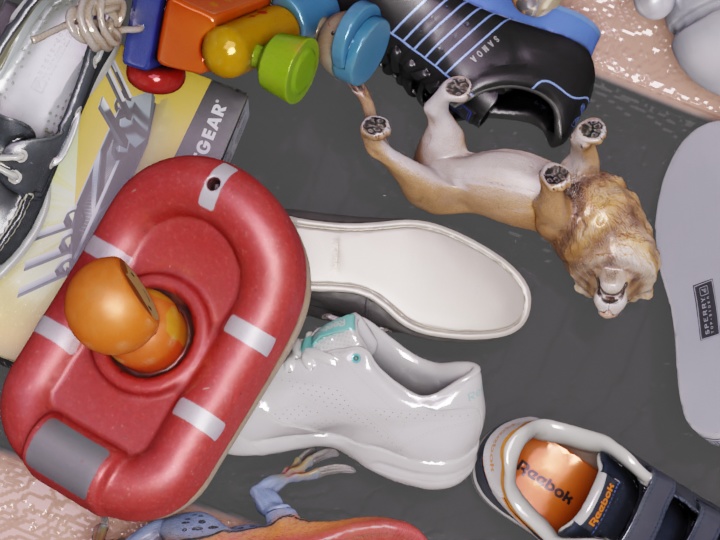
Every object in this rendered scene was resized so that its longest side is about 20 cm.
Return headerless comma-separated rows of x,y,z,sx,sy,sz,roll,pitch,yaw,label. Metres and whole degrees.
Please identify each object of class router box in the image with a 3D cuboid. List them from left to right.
-0.173,-0.037,1.264,0.157,0.052,0.200,21,80,2,router box

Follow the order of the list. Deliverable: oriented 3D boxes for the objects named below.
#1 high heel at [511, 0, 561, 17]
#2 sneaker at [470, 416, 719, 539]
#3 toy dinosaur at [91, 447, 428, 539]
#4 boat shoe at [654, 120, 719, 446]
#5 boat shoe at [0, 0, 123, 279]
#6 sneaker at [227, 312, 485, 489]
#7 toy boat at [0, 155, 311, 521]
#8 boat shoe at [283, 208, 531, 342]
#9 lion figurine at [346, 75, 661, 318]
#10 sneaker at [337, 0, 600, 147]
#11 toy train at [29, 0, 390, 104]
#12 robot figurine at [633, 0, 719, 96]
0.068,-0.221,1.263,0.142,0.071,0.200,23,40,-2,high heel
0.156,0.149,1.229,0.200,0.079,0.079,26,79,1,sneaker
-0.058,0.173,1.187,0.181,0.200,0.105,-12,96,27,toy dinosaur
0.217,0.011,1.267,0.069,0.057,0.200,-15,64,36,boat shoe
-0.198,-0.081,1.213,0.075,0.060,0.200,20,79,3,boat shoe
-0.026,0.059,1.221,0.200,0.089,0.075,10,36,1,sneaker
-0.117,0.028,1.151,0.130,0.131,0.200,27,81,20,toy boat
0.000,0.000,1.267,0.200,0.057,0.067,11,85,-6,boat shoe
0.084,-0.048,1.261,0.200,0.123,0.073,25,67,19,lion figurine
0.042,-0.132,1.280,0.200,0.070,0.078,14,72,-1,sneaker
-0.076,-0.124,1.184,0.116,0.200,0.085,24,119,22,toy train
0.230,-0.186,1.273,0.169,0.113,0.200,-8,80,-22,robot figurine
